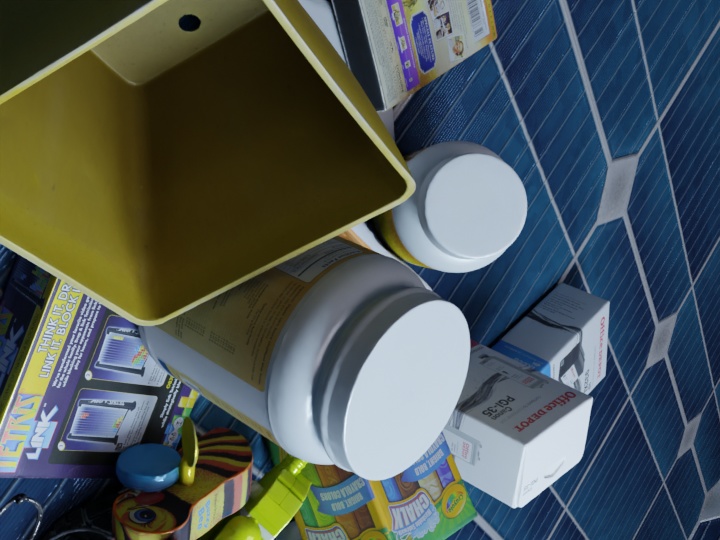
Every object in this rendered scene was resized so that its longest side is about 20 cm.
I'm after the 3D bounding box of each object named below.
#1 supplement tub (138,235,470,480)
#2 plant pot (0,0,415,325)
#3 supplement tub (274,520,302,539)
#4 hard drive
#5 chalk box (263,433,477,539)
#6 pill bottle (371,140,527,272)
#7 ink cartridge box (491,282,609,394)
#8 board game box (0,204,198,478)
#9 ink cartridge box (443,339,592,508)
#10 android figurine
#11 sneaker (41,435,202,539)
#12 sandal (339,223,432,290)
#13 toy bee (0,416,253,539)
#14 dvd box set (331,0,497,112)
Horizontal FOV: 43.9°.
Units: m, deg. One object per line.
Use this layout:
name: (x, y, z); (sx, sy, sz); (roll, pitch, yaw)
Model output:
supplement tub: (-0.041, 0.043, 0.615); (0.145, 0.200, 0.145); (-27, 129, -40)
plant pot: (-0.114, -0.116, 0.516); (0.200, 0.177, 0.200); (-26, 145, 15)
supplement tub: (-0.043, 0.377, 0.952); (0.132, 0.132, 0.200); (-12, 119, -48)
hard drive: (-0.033, -0.146, 0.702); (0.200, 0.027, 0.132); (-4, 90, -60)
chalk box: (0.016, 0.219, 0.865); (0.124, 0.125, 0.200); (-15, 80, -47)
pill bottle: (0.076, -0.056, 0.792); (0.113, 0.200, 0.113); (0, 93, -8)
ink cartridge box: (0.256, 0.134, 1.231); (0.200, 0.084, 0.145); (-37, 134, -34)
board game box: (-0.184, 0.052, 0.658); (0.165, 0.057, 0.200); (20, 93, -52)
ink cartridge box: (0.134, 0.157, 0.992); (0.146, 0.200, 0.083); (-20, 124, -45)
android figurine: (-0.112, 0.236, 0.775); (0.200, 0.041, 0.182); (-49, -179, -12)
sneaker: (-0.181, 0.226, 0.739); (0.200, 0.079, 0.089); (-32, 129, -38)
sandal: (-0.006, -0.003, 0.841); (0.207, 0.079, 0.059); (42, 77, -44)
toy bee: (-0.141, 0.184, 0.646); (0.200, 0.109, 0.131); (-37, 135, -34)
dvd box set: (0.047, -0.237, 0.759); (0.200, 0.029, 0.146); (-41, 125, -43)
